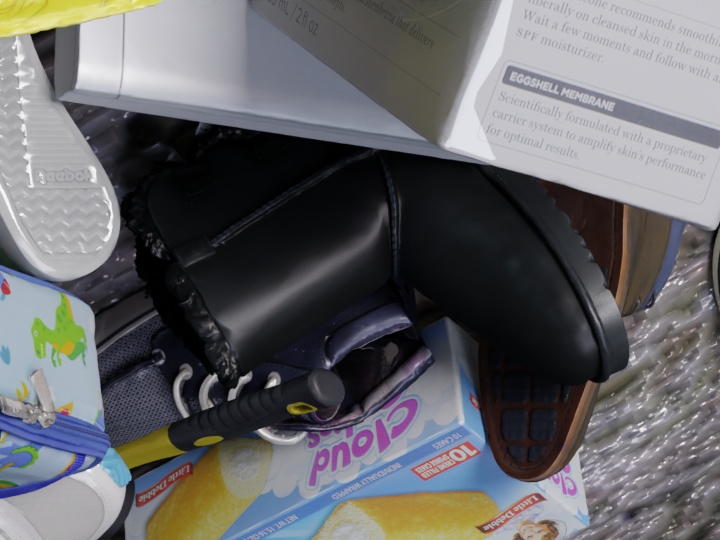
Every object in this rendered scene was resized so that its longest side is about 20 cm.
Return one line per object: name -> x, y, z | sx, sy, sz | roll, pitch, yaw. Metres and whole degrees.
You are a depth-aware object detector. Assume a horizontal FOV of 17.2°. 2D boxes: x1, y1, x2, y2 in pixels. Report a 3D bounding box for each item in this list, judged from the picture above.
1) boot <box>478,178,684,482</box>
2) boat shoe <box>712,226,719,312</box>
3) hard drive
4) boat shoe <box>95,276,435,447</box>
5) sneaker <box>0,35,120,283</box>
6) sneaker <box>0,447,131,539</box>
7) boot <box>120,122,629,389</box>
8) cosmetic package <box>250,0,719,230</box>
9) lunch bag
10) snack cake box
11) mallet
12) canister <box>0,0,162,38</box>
boot -> 0.114, 0.013, 1.111 | 0.097, 0.074, 0.201 | 32, 63, -47
boat shoe -> 0.228, -0.025, 1.198 | 0.073, 0.063, 0.202 | -9, 129, -21
hard drive -> -0.027, -0.121, 0.976 | 0.199, 0.133, 0.027 | 7, 165, -29
boat shoe -> -0.060, 0.049, 1.099 | 0.200, 0.093, 0.075 | -33, 132, 3
sneaker -> -0.178, -0.082, 0.960 | 0.074, 0.118, 0.201 | -27, 99, -33
sneaker -> -0.185, 0.127, 1.018 | 0.199, 0.081, 0.077 | -25, 123, 20
boot -> 0.000, 0.000, 1.028 | 0.162, 0.199, 0.073 | -27, 152, -16
cosmetic package -> 0.072, -0.150, 0.865 | 0.122, 0.199, 0.201 | 15, 103, -27
lunch bag -> -0.207, 0.053, 0.930 | 0.199, 0.083, 0.161 | -13, 164, 18
snack cake box -> -0.004, 0.115, 1.156 | 0.199, 0.067, 0.115 | -29, 133, 23
mallet -> -0.089, 0.069, 1.020 | 0.066, 0.041, 0.200 | 27, 146, -28
canister -> -0.146, -0.167, 0.825 | 0.148, 0.200, 0.087 | -12, 129, -16
